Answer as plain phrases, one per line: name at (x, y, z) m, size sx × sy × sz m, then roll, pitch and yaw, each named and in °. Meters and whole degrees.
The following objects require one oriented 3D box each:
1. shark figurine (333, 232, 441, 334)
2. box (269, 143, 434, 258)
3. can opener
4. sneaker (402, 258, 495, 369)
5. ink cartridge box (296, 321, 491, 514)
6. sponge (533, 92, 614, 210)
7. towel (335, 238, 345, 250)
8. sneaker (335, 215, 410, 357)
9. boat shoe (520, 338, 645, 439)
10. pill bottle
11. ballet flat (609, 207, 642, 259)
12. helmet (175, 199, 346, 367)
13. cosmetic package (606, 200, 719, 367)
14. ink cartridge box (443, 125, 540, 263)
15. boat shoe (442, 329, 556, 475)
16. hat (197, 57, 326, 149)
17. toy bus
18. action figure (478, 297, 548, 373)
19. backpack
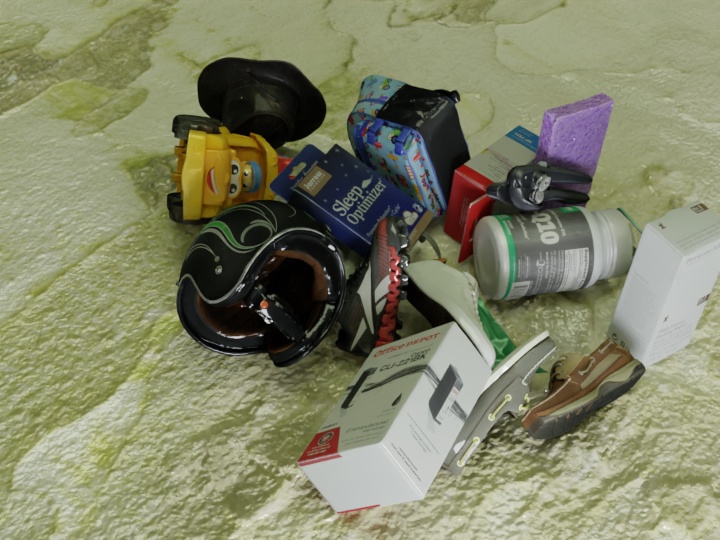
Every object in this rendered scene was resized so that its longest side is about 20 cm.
shark figurine at (0.005, -0.022, 1.365) m, size 0.214 × 0.129 × 0.089 m, roll -41°, pitch 18°, yaw -29°
box at (-0.011, -0.090, 1.322) m, size 0.198 × 0.033 × 0.122 m, roll 35°, pitch 46°, yaw 4°
can opener at (0.260, -0.119, 1.395) m, size 0.198 × 0.065 × 0.078 m, roll -7°, pitch 24°, yaw -42°
sneaker at (0.126, 0.044, 1.250) m, size 0.083 × 0.074 × 0.201 m, roll -18°, pitch 43°, yaw -18°
ink cartridge box at (0.041, 0.164, 1.140) m, size 0.084 × 0.143 × 0.201 m, roll 52°, pitch 46°, yaw -15°
sponge at (0.297, -0.154, 1.461) m, size 0.110 × 0.202 × 0.030 m, roll -22°, pitch 48°, yaw -25°
towel at (-0.050, -0.055, 1.446) m, size 0.198 × 0.022 × 0.147 m, roll -25°, pitch 53°, yaw -30°
sneaker at (0.010, 0.025, 1.246) m, size 0.096 × 0.204 × 0.071 m, roll 9°, pitch 28°, yaw 3°
boat shoe at (0.264, 0.141, 1.246) m, size 0.198 × 0.076 × 0.074 m, roll -20°, pitch 63°, yaw -37°
pill bottle at (0.263, -0.027, 1.392) m, size 0.196 × 0.114 × 0.114 m, roll -7°, pitch 46°, yaw -14°
ballet flat at (0.404, -0.011, 1.444) m, size 0.062 × 0.068 × 0.201 m, roll -36°, pitch 50°, yaw -2°
helmet at (-0.126, 0.012, 1.240) m, size 0.198 × 0.204 × 0.190 m, roll -25°, pitch 21°, yaw -29°
cosmetic package at (0.394, 0.021, 1.297) m, size 0.100 × 0.202 × 0.074 m, roll -22°, pitch 51°, yaw -26°
ink cartridge box at (0.187, -0.110, 1.463) m, size 0.067 × 0.118 × 0.199 m, roll 34°, pitch 50°, yaw 27°
boat shoe at (0.161, 0.154, 1.192) m, size 0.201 × 0.072 × 0.060 m, roll -43°, pitch 80°, yaw -7°
hat at (-0.153, -0.226, 1.503) m, size 0.196 × 0.202 × 0.082 m, roll 9°, pitch 59°, yaw 2°
toy bus at (-0.169, -0.132, 1.394) m, size 0.188 × 0.139 × 0.200 m, roll 6°, pitch 10°, yaw -12°
action figure at (0.141, 0.082, 1.307) m, size 0.116 × 0.055 × 0.201 m, roll -16°, pitch 53°, yaw -19°
backpack at (0.056, -0.187, 1.487) m, size 0.198 × 0.184 × 0.135 m, roll 26°, pitch 62°, yaw 37°
